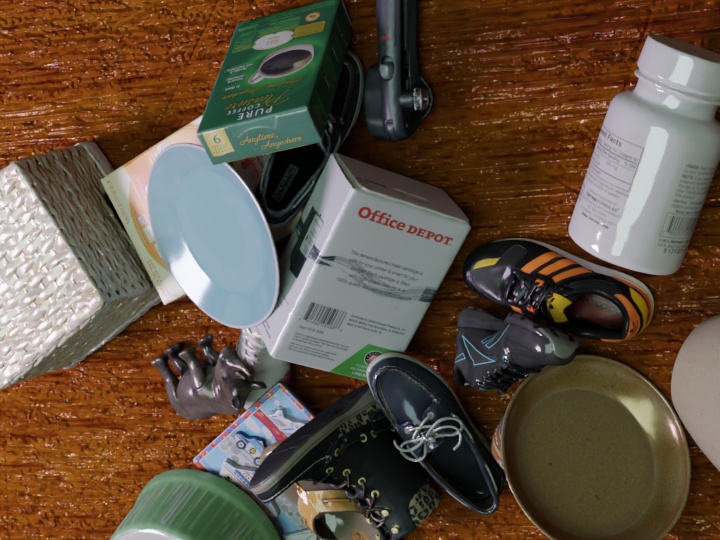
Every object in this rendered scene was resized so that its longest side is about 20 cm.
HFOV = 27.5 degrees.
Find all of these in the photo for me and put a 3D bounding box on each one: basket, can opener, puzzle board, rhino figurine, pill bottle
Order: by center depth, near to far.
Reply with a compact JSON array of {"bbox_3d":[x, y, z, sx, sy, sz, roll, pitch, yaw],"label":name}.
[{"bbox_3d":[0.276,-0.109,1.369,0.113,0.114,0.202,22,109,16],"label":"pill bottle"},{"bbox_3d":[0.034,-0.229,1.469,0.078,0.063,0.203,5,103,21],"label":"can opener"},{"bbox_3d":[-0.159,0.117,1.583,0.199,0.059,0.088,-15,103,59],"label":"rhino figurine"},{"bbox_3d":[-0.068,0.236,1.613,0.200,0.017,0.151,46,114,-6],"label":"puzzle board"},{"bbox_3d":[-0.344,-0.005,1.619,0.199,0.161,0.199,-35,87,23],"label":"basket"}]

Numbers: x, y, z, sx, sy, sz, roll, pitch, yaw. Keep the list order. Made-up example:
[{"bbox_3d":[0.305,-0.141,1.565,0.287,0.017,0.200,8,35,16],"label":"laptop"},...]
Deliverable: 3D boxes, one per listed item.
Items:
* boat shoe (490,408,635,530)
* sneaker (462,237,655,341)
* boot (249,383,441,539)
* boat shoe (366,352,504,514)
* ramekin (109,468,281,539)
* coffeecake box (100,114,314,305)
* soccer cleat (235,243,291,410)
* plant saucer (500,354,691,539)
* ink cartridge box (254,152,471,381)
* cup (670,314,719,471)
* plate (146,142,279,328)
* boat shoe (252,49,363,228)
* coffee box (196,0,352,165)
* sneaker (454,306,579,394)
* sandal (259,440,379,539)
[{"bbox_3d":[0.219,0.212,1.492,0.199,0.076,0.074,37,145,2],"label":"boat shoe"},{"bbox_3d":[0.187,0.020,1.445,0.198,0.090,0.071,16,107,18],"label":"sneaker"},{"bbox_3d":[-0.008,0.221,1.516,0.073,0.203,0.155,-26,96,47],"label":"boot"},{"bbox_3d":[0.077,0.170,1.505,0.074,0.062,0.201,-31,109,15],"label":"boat shoe"},{"bbox_3d":[-0.189,0.331,1.634,0.197,0.098,0.203,13,121,22],"label":"ramekin"},{"bbox_3d":[-0.154,-0.079,1.572,0.198,0.073,0.155,-28,89,24],"label":"coffeecake box"},{"bbox_3d":[-0.106,0.067,1.576,0.069,0.086,0.203,20,108,17],"label":"soccer cleat"},{"bbox_3d":[0.226,0.184,1.440,0.200,0.200,0.035,46,154,7],"label":"plant saucer"},{"bbox_3d":[0.000,0.000,1.484,0.145,0.083,0.202,17,113,-29],"label":"ink cartridge box"},{"bbox_3d":[0.372,0.112,1.354,0.142,0.198,0.203,21,111,46],"label":"cup"},{"bbox_3d":[-0.144,-0.038,1.491,0.199,0.025,0.202,28,132,35],"label":"plate"},{"bbox_3d":[-0.051,-0.138,1.476,0.071,0.068,0.202,30,77,-5],"label":"boat shoe"},{"bbox_3d":[-0.082,-0.188,1.450,0.121,0.201,0.044,-11,128,18],"label":"coffee box"},{"bbox_3d":[0.148,0.085,1.431,0.075,0.200,0.080,22,83,-19],"label":"sneaker"},{"bbox_3d":[-0.030,0.261,1.575,0.080,0.054,0.201,-36,100,24],"label":"sandal"}]
